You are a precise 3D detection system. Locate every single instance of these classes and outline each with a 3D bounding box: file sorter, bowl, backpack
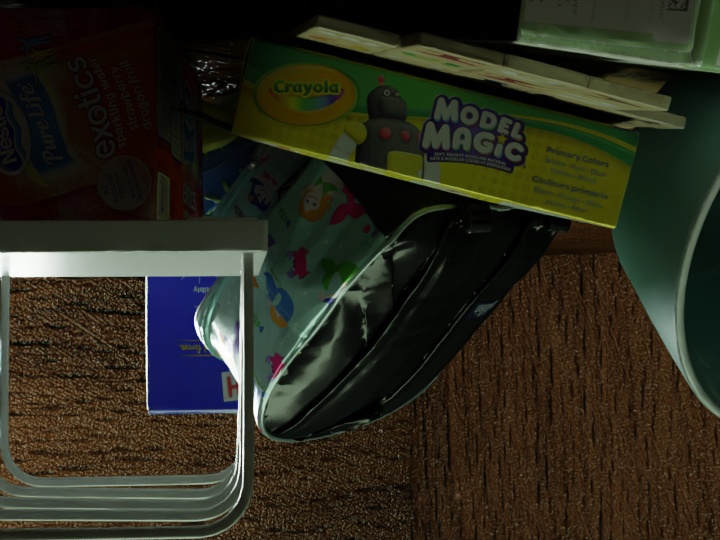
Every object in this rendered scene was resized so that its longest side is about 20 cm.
[{"bbox_3d":[-0.113,0.045,0.659,0.138,0.126,0.200,0,178,-5],"label":"file sorter"},{"bbox_3d":[0.200,-0.035,0.706,0.200,0.202,0.105,1,-155,-33],"label":"bowl"},{"bbox_3d":[0.000,0.000,0.837,0.177,0.201,0.151,-5,-136,-49],"label":"backpack"}]

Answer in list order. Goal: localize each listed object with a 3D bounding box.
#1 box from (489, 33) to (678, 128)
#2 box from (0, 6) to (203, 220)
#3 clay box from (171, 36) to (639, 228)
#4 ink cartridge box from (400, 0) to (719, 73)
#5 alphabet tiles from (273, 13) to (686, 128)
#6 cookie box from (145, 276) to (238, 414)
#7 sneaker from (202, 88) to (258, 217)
[{"bbox_3d":[0.127,-0.101,0.793,0.199,0.021,0.163,1,178,-39],"label":"box"},{"bbox_3d":[-0.135,-0.063,0.734,0.095,0.101,0.200,0,178,0],"label":"box"},{"bbox_3d":[0.019,-0.066,0.673,0.198,0.048,0.115,15,-176,-1],"label":"clay box"},{"bbox_3d":[0.118,-0.098,0.556,0.145,0.048,0.200,1,-168,-30],"label":"ink cartridge box"},{"bbox_3d":[0.052,-0.083,0.628,0.166,0.008,0.200,13,-176,-10],"label":"alphabet tiles"},{"bbox_3d":[-0.064,-0.005,1.002,0.170,0.202,0.075,0,178,-6],"label":"cookie box"},{"bbox_3d":[-0.093,-0.056,0.883,0.198,0.106,0.076,1,178,-9],"label":"sneaker"}]
